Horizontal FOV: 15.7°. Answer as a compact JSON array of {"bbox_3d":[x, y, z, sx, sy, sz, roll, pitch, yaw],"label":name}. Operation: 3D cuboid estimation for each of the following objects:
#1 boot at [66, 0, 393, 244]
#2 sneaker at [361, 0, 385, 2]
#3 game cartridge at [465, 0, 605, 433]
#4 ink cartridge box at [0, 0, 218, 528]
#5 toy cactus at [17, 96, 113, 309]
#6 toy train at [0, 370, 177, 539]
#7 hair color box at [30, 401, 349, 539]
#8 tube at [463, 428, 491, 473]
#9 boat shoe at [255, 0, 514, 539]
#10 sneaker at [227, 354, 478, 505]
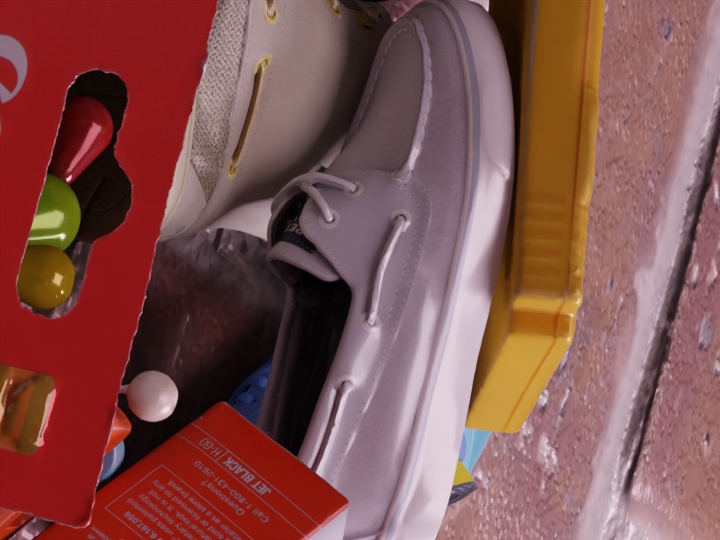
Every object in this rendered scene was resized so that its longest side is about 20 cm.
[{"bbox_3d":[-0.035,-0.105,0.898,0.154,0.072,0.202,4,98,-59],"label":"boot"},{"bbox_3d":[0.048,-0.198,0.976,0.076,0.115,0.202,16,83,-60],"label":"sneaker"},{"bbox_3d":[0.065,-0.055,0.960,0.176,0.032,0.202,103,-10,-75],"label":"game cartridge"},{"bbox_3d":[-0.143,-0.040,0.610,0.050,0.198,0.162,87,16,-79],"label":"ink cartridge box"},{"bbox_3d":[-0.143,-0.016,0.727,0.166,0.102,0.200,-67,156,-7],"label":"toy cactus"},{"bbox_3d":[-0.134,0.066,0.718,0.150,0.056,0.200,-41,174,6],"label":"toy train"},{"bbox_3d":[-0.094,0.137,0.789,0.200,0.061,0.102,-36,151,-37],"label":"hair color box"},{"bbox_3d":[0.030,0.007,1.066,0.078,0.050,0.200,-59,148,-23],"label":"tube"},{"bbox_3d":[0.000,0.000,0.882,0.068,0.072,0.202,14,85,-27],"label":"boat shoe"},{"bbox_3d":[-0.037,0.067,0.957,0.199,0.066,0.079,-9,74,-51],"label":"sneaker"}]
